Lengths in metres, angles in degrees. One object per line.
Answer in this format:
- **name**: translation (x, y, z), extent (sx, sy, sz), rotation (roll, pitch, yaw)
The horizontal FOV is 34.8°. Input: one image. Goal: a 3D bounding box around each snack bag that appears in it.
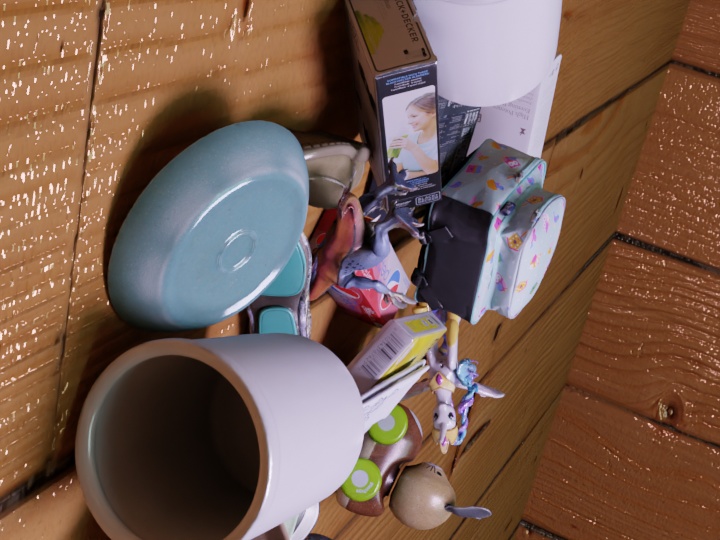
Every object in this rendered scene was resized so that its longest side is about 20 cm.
- **snack bag**: translation (-0.020, 0.195, 1.338), extent (0.188, 0.021, 0.200), rotation (-24, 157, -54)

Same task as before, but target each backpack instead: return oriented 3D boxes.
- **backpack**: translation (0.161, -0.053, 1.383), extent (0.200, 0.153, 0.176), rotation (-60, 160, -44)

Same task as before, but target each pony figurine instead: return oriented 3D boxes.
- **pony figurine**: translation (0.115, 0.141, 1.615), extent (0.193, 0.166, 0.201), rotation (-31, 116, -81)

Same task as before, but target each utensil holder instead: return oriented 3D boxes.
- **utensil holder**: translation (0.118, -0.282, 1.141), extent (0.170, 0.170, 0.200), rotation (-61, 163, -19)
- **utensil holder**: translation (-0.106, 0.135, 0.943), extent (0.200, 0.170, 0.171), rotation (-3, 114, -69)

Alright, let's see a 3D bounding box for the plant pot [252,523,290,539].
- **plant pot**: translation (-0.152, 0.265, 1.038), extent (0.093, 0.201, 0.201), rotation (-31, 173, 21)

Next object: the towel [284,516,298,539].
- **towel**: translation (-0.142, 0.328, 1.188), extent (0.149, 0.031, 0.201), rotation (-1, 118, -38)

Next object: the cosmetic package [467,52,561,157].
- **cosmetic package**: translation (0.194, -0.202, 1.528), extent (0.074, 0.101, 0.201), rotation (-46, 150, -46)

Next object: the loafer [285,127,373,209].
- **loafer**: translation (-0.040, -0.091, 1.048), extent (0.200, 0.076, 0.068), rotation (-11, 115, -68)

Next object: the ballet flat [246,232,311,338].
- **ballet flat**: translation (-0.080, 0.012, 1.090), extent (0.072, 0.072, 0.201), rotation (-51, 155, -40)

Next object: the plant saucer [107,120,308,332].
- **plant saucer**: translation (-0.107, -0.023, 0.909), extent (0.200, 0.036, 0.200), rotation (-36, 149, -26)

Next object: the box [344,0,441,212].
- **box**: translation (0.033, -0.163, 1.104), extent (0.200, 0.060, 0.117), rotation (83, -9, -56)

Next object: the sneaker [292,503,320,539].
- **sneaker**: translation (-0.141, 0.307, 1.250), extent (0.115, 0.076, 0.201), rotation (24, 103, -44)

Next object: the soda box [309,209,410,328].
- **soda box**: translation (0.000, 0.000, 1.274), extent (0.070, 0.063, 0.200), rotation (-64, 161, -12)

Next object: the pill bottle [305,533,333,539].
- **pill bottle**: translation (-0.055, 0.373, 1.342), extent (0.117, 0.116, 0.200), rotation (-66, -167, -7)

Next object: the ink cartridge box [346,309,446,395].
- **ink cartridge box**: translation (0.020, 0.134, 1.401), extent (0.198, 0.047, 0.200), rotation (-50, 163, 15)

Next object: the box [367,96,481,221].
- **box**: translation (0.079, -0.143, 1.350), extent (0.200, 0.051, 0.158), rotation (-26, 134, -64)

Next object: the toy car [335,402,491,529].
- **toy car**: translation (0.081, 0.279, 1.533), extent (0.164, 0.199, 0.158), rotation (94, 22, -77)

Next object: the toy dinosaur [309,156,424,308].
- **toy dinosaur**: translation (-0.022, -0.029, 1.084), extent (0.181, 0.105, 0.200), rotation (-36, 148, 32)
